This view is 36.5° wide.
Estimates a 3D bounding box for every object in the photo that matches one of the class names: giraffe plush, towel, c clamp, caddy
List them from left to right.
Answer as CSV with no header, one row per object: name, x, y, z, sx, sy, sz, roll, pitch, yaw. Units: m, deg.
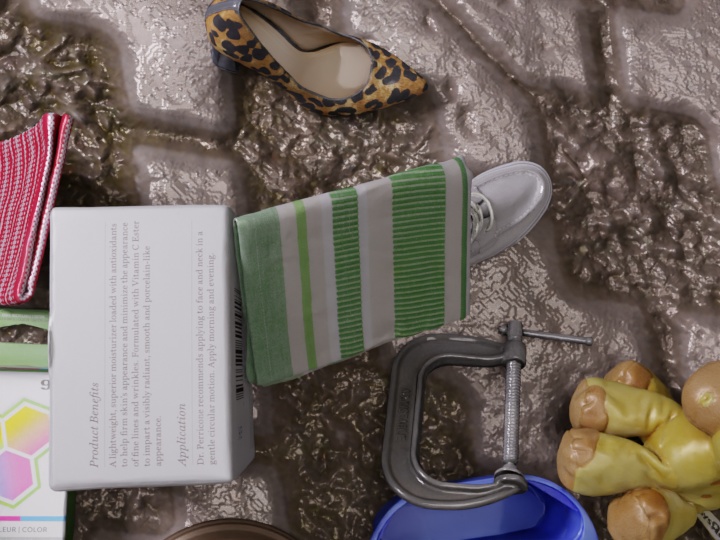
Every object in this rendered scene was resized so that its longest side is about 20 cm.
towel,-0.274,-0.044,0.857,0.022,0.200,0.145,14,82,-29
towel,0.000,0.000,0.839,0.200,0.023,0.153,-18,125,-24
caddy,0.098,0.244,0.914,0.200,0.105,0.142,-7,87,-8
c clamp,0.105,0.117,0.924,0.171,0.027,0.200,10,51,7
giraffe plush,0.287,0.142,0.892,0.200,0.162,0.173,34,51,-7

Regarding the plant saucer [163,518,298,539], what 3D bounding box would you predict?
plant saucer,-0.112,0.312,0.922,0.200,0.029,0.200,1,85,-6

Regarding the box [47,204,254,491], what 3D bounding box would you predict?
box,-0.154,0.060,0.848,0.131,0.200,0.199,-1,86,-1

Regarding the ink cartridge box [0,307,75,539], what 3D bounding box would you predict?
ink cartridge box,-0.288,0.129,0.901,0.104,0.059,0.200,2,85,-7

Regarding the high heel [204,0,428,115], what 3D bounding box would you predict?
high heel,-0.032,-0.182,0.919,0.200,0.143,0.071,9,84,-6

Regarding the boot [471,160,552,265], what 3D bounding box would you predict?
boot,0.092,-0.035,0.944,0.200,0.096,0.074,-34,90,-9
